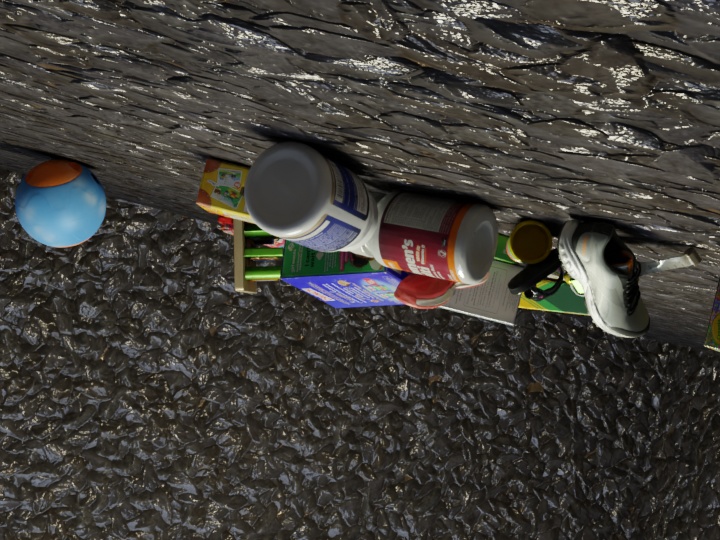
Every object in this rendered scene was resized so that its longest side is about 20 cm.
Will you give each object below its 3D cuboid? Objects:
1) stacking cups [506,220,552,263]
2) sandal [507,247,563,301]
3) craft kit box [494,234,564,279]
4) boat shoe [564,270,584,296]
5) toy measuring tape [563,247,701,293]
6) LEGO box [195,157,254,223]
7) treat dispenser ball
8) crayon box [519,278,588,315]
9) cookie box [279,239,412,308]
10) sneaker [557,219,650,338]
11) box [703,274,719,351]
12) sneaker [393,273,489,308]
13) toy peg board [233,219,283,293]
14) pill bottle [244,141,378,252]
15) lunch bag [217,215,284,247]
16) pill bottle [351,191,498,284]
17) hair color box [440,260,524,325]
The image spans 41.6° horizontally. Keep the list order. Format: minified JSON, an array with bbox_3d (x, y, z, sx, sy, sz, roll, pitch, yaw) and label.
[{"bbox_3d":[0.241,-0.042,1.400,0.060,0.061,0.200,13,-178,4],"label":"stacking cups"},{"bbox_3d":[0.264,0.009,1.353,0.075,0.048,0.200,-29,180,24],"label":"sandal"},{"bbox_3d":[0.248,-0.030,1.696,0.199,0.049,0.197,15,174,-32],"label":"craft kit box"},{"bbox_3d":[0.344,-0.004,1.436,0.074,0.065,0.202,12,174,10],"label":"boat shoe"},{"bbox_3d":[0.365,-0.017,1.283,0.199,0.074,0.073,-17,157,41],"label":"toy measuring tape"},{"bbox_3d":[-0.153,-0.114,1.549,0.199,0.078,0.149,14,178,0],"label":"LEGO box"},{"bbox_3d":[-0.685,-0.153,2.171,0.200,0.202,0.201,13,178,1],"label":"treat dispenser ball"},{"bbox_3d":[0.385,0.041,1.778,0.172,0.059,0.200,7,-174,25],"label":"crayon box"},{"bbox_3d":[0.000,0.000,1.520,0.199,0.076,0.171,-4,160,32],"label":"cookie box"},{"bbox_3d":[0.327,0.016,1.215,0.079,0.074,0.200,-3,135,46],"label":"sneaker"},{"bbox_3d":[0.582,0.072,1.228,0.192,0.123,0.199,13,178,40],"label":"box"},{"bbox_3d":[0.128,-0.023,1.420,0.078,0.116,0.200,26,-148,31],"label":"sneaker"},{"bbox_3d":[-0.201,-0.056,1.974,0.097,0.201,0.199,-1,177,2],"label":"toy peg board"},{"bbox_3d":[-0.054,-0.085,1.208,0.115,0.116,0.200,12,177,23],"label":"pill bottle"},{"bbox_3d":[-0.256,-0.107,2.257,0.175,0.082,0.200,15,178,-23],"label":"lunch bag"},{"bbox_3d":[0.081,-0.051,1.315,0.199,0.110,0.109,12,177,32],"label":"pill bottle"},{"bbox_3d":[0.177,0.023,1.627,0.199,0.100,0.061,14,178,9],"label":"hair color box"}]
